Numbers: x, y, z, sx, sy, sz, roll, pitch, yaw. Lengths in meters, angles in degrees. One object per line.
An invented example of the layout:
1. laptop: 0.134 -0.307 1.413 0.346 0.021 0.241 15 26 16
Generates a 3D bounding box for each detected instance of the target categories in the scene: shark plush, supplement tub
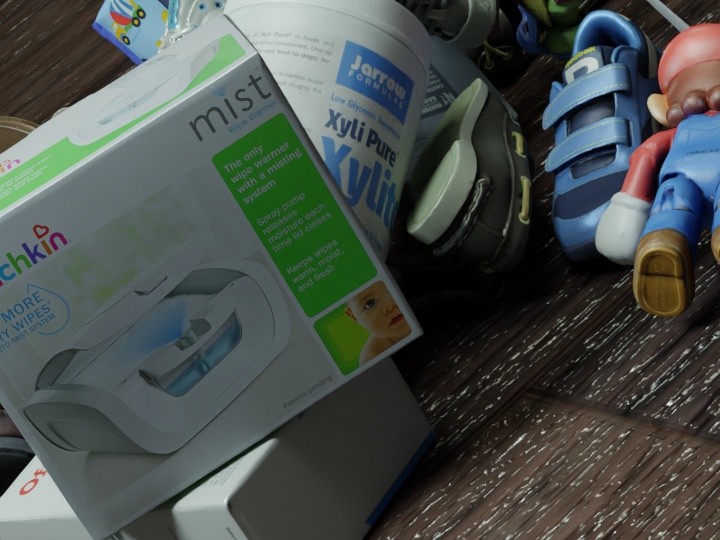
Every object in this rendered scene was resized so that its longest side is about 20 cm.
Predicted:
1. shark plush: 0.000 0.000 1.471 0.199 0.092 0.083 -19 -5 42
2. supplement tub: -0.040 -0.053 1.388 0.131 0.132 0.202 -9 60 45

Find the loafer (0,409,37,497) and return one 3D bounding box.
1. loafer: -0.236 0.116 1.442 0.200 0.071 0.063 133 140 -55

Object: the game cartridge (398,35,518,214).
1. game cartridge: -0.002 -0.094 1.545 0.199 0.134 0.042 -21 -25 -36

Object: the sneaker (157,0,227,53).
1. sneaker: -0.112 -0.133 1.588 0.075 0.087 0.200 -6 35 45

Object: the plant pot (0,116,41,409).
1. plant pot: -0.272 0.026 1.529 0.199 0.202 0.198 -14 9 38

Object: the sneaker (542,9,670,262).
1. sneaker: 0.140 -0.078 1.416 0.074 0.083 0.201 -21 27 24

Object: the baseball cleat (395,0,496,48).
1. baseball cleat: 0.032 -0.172 1.528 0.070 0.106 0.200 -65 -4 28

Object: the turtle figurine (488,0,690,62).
1. turtle figurine: 0.155 -0.238 1.583 0.199 0.195 0.144 -1 35 47

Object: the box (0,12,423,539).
1. box: -0.101 0.001 1.227 0.199 0.177 0.097 -32 24 -3

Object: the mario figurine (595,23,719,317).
1. mario figurine: 0.201 -0.047 1.309 0.201 0.123 0.106 -72 3 -47

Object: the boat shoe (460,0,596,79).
1. boat shoe: 0.091 -0.174 1.693 0.201 0.072 0.060 -38 19 -19

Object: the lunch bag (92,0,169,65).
1. lunch bag: -0.088 -0.189 1.734 0.151 0.199 0.094 -56 3 40

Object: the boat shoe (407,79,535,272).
1. boat shoe: 0.069 -0.053 1.434 0.072 0.060 0.201 -55 8 22

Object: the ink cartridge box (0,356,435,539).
1. ink cartridge box: -0.082 0.111 1.317 0.199 0.085 0.146 -9 33 45
